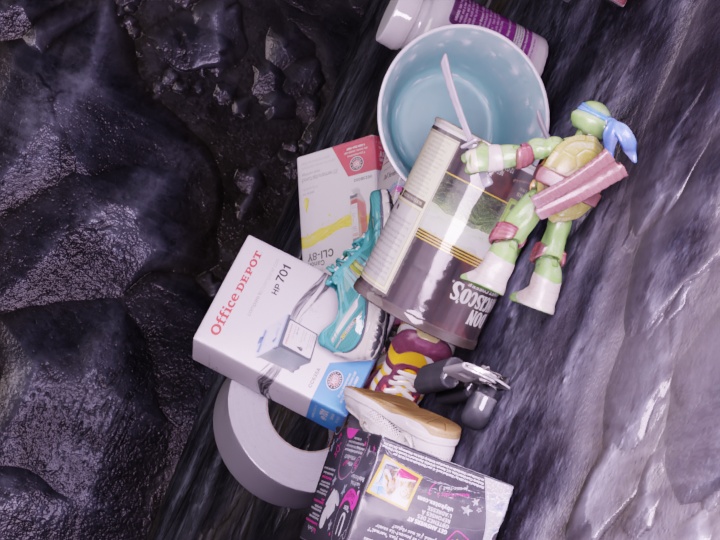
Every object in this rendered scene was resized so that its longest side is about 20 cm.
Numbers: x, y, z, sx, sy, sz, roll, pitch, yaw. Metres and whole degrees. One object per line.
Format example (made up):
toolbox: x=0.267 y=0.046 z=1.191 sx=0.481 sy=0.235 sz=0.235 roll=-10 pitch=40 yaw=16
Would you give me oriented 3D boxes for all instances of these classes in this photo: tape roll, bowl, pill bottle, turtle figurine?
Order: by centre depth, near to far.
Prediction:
turtle figurine: x=0.154 y=-0.072 z=1.408 sx=0.144 sy=0.198 sz=0.196 roll=22 pitch=-91 yaw=-66
bowl: x=0.105 y=-0.170 z=1.706 sx=0.203 sy=0.199 sz=0.105 roll=-66 pitch=10 yaw=-5
tape roll: x=-0.074 y=0.179 z=1.807 sx=0.066 sy=0.199 sz=0.202 roll=-50 pitch=18 yaw=56
pill bottle: x=0.124 y=-0.279 z=1.867 sx=0.113 sy=0.198 sz=0.113 roll=-61 pitch=11 yaw=20

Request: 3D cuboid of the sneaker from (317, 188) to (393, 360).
sneaker: x=0.000 y=0.000 z=1.695 sx=0.078 sy=0.079 sz=0.202 roll=69 pitch=-148 yaw=-71

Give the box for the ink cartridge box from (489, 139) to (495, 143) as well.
ink cartridge box: x=0.109 y=-0.046 z=1.843 sx=0.202 sy=0.043 sz=0.198 roll=-66 pitch=10 yaw=-12

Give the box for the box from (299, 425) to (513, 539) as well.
box: x=0.036 y=0.218 z=1.342 sx=0.200 sy=0.131 sz=0.116 roll=167 pitch=124 yaw=-78

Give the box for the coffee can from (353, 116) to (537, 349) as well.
coffee can: x=0.099 y=-0.039 z=1.582 sx=0.202 sy=0.145 sz=0.146 roll=-64 pitch=10 yaw=6

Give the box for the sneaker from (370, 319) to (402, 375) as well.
sneaker: x=0.023 y=0.103 z=1.885 sx=0.200 sy=0.078 sz=0.097 roll=147 pitch=135 yaw=-74

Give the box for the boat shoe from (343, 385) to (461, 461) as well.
boat shoe: x=0.032 y=0.169 z=1.567 sx=0.200 sy=0.070 sz=0.070 roll=22 pitch=100 yaw=63

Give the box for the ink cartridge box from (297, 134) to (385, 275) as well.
ink cartridge box: x=-0.004 y=-0.062 z=1.994 sx=0.144 sy=0.083 sz=0.203 roll=-12 pitch=77 yaw=40

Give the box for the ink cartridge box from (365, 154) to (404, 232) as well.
ink cartridge box: x=0.059 y=-0.090 z=1.814 sx=0.117 sy=0.067 sz=0.202 roll=158 pitch=127 yaw=-75

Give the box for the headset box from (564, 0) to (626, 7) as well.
headset box: x=0.251 y=-0.391 z=1.624 sx=0.202 sy=0.147 sz=0.077 roll=-64 pitch=9 yaw=11

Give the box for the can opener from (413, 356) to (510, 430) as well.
can opener: x=0.094 y=0.123 z=1.495 sx=0.067 sy=0.053 sz=0.200 roll=-67 pitch=9 yaw=-13

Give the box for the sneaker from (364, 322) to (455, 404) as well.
sneaker: x=0.049 y=0.127 z=1.674 sx=0.200 sy=0.074 sz=0.091 roll=116 pitch=177 yaw=-66

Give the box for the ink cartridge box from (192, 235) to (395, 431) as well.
ink cartridge box: x=-0.077 y=0.074 z=1.746 sx=0.148 sy=0.198 sz=0.086 roll=-63 pitch=-2 yaw=-19
